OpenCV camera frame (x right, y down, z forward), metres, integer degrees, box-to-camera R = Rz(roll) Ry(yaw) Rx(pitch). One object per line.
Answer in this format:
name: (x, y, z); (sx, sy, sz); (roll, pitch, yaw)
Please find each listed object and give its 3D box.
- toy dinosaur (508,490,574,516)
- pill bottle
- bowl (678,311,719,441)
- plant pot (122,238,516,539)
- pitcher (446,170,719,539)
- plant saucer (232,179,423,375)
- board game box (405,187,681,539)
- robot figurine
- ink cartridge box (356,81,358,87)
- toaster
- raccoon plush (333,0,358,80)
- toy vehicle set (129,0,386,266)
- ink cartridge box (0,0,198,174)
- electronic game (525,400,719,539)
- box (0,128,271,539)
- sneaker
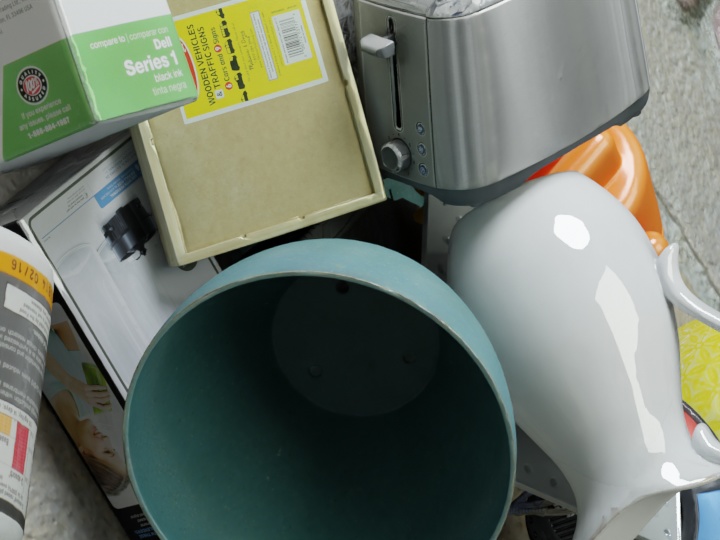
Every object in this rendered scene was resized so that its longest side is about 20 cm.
toy dinosaur: (0.038, 0.114, 1.341); (0.182, 0.198, 0.106); (-103, -170, -63)
pill bottle: (-0.212, 0.082, 1.044); (0.116, 0.116, 0.201); (26, 58, -41)
bowl: (0.222, 0.104, 1.530); (0.107, 0.201, 0.200); (27, 43, 13)
plant pot: (-0.012, 0.064, 1.151); (0.201, 0.199, 0.135); (58, 21, -17)
pitcher: (0.147, 0.040, 1.218); (0.201, 0.171, 0.121); (66, 20, 11)
plant saucer: (-0.017, -0.005, 1.365); (0.199, 0.036, 0.202); (19, 64, -45)
board game box: (0.109, 0.053, 1.319); (0.199, 0.026, 0.201); (25, 50, -28)
robot figurine: (0.142, -0.038, 1.473); (0.200, 0.143, 0.117); (60, 30, -61)
ink cartridge box: (0.088, -0.177, 1.385); (0.200, 0.117, 0.067); (-39, 67, -12)
toaster: (0.083, -0.133, 1.228); (0.199, 0.113, 0.130); (-29, 125, -31)
raccoon plush: (-0.029, -0.159, 1.294); (0.199, 0.134, 0.097); (-25, 103, -21)
toy vehicle set: (-0.071, -0.116, 1.189); (0.123, 0.026, 0.201); (-17, 96, -16)
ink cartridge box: (-0.186, -0.159, 1.135); (0.084, 0.145, 0.201); (-20, 93, -49)
electronic game: (0.145, 0.156, 1.402); (0.042, 0.198, 0.202); (85, 7, -68)
box: (-0.122, 0.037, 1.208); (0.117, 0.060, 0.201); (-43, 110, -47)
sneaker: (-0.003, 0.001, 1.299); (0.105, 0.060, 0.200); (60, 30, -15)
